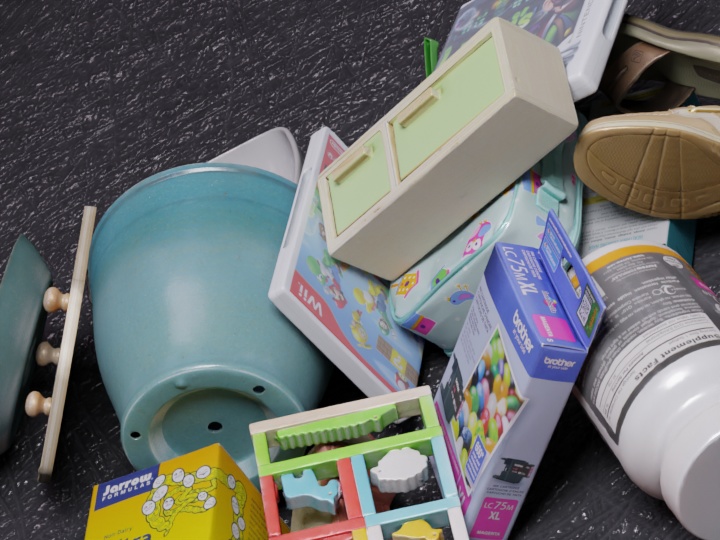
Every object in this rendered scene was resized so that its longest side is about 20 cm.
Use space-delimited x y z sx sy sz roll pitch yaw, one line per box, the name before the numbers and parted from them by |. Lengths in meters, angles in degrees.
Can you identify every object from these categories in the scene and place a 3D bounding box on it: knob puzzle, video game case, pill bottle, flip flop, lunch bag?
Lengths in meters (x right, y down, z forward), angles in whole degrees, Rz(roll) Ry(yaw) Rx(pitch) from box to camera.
knob puzzle | -0.244 0.078 1.620 0.030 0.221 0.221 10 42 -8
video game case | 0.000 0.000 1.520 0.017 0.143 0.201 -30 28 29
pill bottle | 0.202 0.076 1.320 0.116 0.117 0.200 -34 37 2
flip flop | 0.216 -0.141 1.508 0.199 0.081 0.058 19 75 42
video game case | 0.121 -0.168 1.538 0.199 0.023 0.183 -24 33 45
lunch bag | 0.100 -0.039 1.520 0.160 0.077 0.201 -39 27 35

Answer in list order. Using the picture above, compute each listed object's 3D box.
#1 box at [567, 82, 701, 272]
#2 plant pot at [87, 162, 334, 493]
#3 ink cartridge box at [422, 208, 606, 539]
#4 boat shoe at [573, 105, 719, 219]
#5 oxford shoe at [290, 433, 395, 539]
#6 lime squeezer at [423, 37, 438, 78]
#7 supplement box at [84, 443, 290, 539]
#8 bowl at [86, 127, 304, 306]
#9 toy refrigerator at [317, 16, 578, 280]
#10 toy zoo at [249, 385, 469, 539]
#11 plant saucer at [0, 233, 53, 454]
box | 0.203 -0.050 1.511 0.082 0.049 0.201 -12 42 28
plant pot | -0.105 0.057 1.505 0.199 0.201 0.189 -23 37 15
ink cartridge box | 0.098 0.070 1.369 0.120 0.042 0.201 -110 35 -53
boat shoe | 0.245 -0.081 1.450 0.198 0.074 0.069 7 33 -6
oxford shoe | -0.009 0.202 1.406 0.074 0.070 0.201 -49 31 35
lime squeezer | 0.047 -0.081 1.660 0.038 0.070 0.201 23 94 31
supplement box | -0.123 0.238 1.401 0.108 0.110 0.201 -20 39 19
bowl | -0.121 -0.021 1.686 0.199 0.075 0.200 -28 21 8
toy refrigerator | 0.056 -0.084 1.452 0.200 0.070 0.076 -40 44 35
toy zoo | 0.003 0.168 1.355 0.130 0.021 0.201 -12 46 -1
plant saucer | -0.286 0.071 1.690 0.036 0.201 0.201 14 45 -6
